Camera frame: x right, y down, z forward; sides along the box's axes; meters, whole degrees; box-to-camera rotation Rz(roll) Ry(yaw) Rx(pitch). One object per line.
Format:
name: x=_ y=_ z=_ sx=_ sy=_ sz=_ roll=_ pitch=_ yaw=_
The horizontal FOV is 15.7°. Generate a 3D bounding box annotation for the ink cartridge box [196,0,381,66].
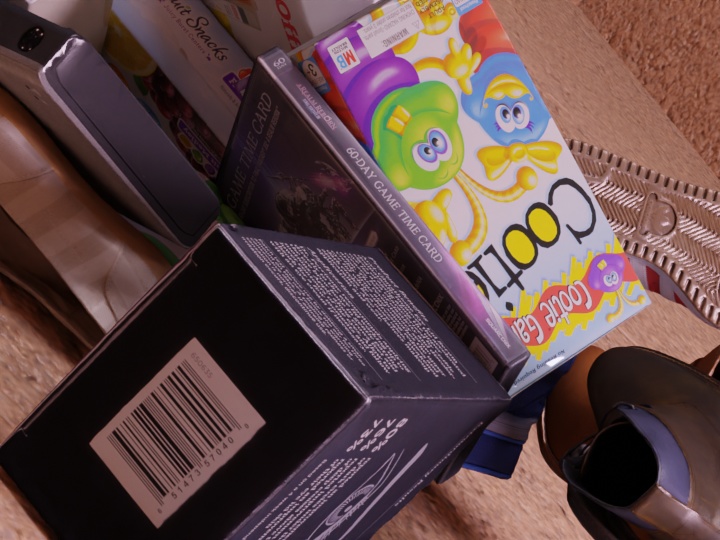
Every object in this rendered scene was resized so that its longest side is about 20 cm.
ink cartridge box: x=-0.043 y=-0.150 z=1.480 sx=0.200 sy=0.083 sz=0.145 roll=29 pitch=-31 yaw=47

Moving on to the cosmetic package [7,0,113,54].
cosmetic package: x=-0.187 y=-0.161 z=1.380 sx=0.105 sy=0.071 sz=0.200 roll=48 pitch=-18 yaw=3

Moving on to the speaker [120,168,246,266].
speaker: x=-0.061 y=0.036 z=1.340 sx=0.200 sy=0.088 sz=0.088 roll=49 pitch=14 yaw=18

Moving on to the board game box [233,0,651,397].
board game box: x=0.041 y=-0.039 z=1.334 sx=0.200 sy=0.103 sz=0.105 roll=61 pitch=-26 yaw=-6

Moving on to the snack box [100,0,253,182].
snack box: x=-0.119 y=-0.112 z=1.506 sx=0.200 sy=0.053 sz=0.142 roll=50 pitch=-22 yaw=12

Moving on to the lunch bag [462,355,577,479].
lunch bag: x=0.033 y=0.045 z=1.505 sx=0.136 sy=0.132 sz=0.200 roll=31 pitch=3 yaw=31

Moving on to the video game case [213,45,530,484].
video game case: x=0.000 y=0.000 z=1.309 sx=0.200 sy=0.019 sz=0.143 roll=52 pitch=-27 yaw=15

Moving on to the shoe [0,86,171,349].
shoe: x=-0.174 y=-0.038 z=1.253 sx=0.200 sy=0.053 sz=0.070 roll=43 pitch=-30 yaw=-15

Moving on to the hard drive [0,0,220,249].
hard drive: x=-0.169 y=-0.091 z=1.292 sx=0.200 sy=0.033 sz=0.140 roll=27 pitch=-17 yaw=44

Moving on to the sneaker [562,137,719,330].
sneaker: x=0.155 y=-0.015 z=1.458 sx=0.200 sy=0.071 sz=0.112 roll=27 pitch=-11 yaw=-15

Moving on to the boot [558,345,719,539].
boot: x=0.138 y=0.078 z=1.258 sx=0.097 sy=0.075 sz=0.200 roll=34 pitch=12 yaw=-33

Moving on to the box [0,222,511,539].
box: x=-0.042 y=0.069 z=1.166 sx=0.104 sy=0.148 sz=0.200 roll=49 pitch=12 yaw=16

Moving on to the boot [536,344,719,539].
boot: x=0.167 y=0.085 z=1.481 sx=0.077 sy=0.155 sz=0.200 roll=15 pitch=43 yaw=-16

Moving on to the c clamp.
c clamp: x=0.169 y=0.150 z=1.310 sx=0.171 sy=0.027 sz=0.200 roll=44 pitch=11 yaw=4
